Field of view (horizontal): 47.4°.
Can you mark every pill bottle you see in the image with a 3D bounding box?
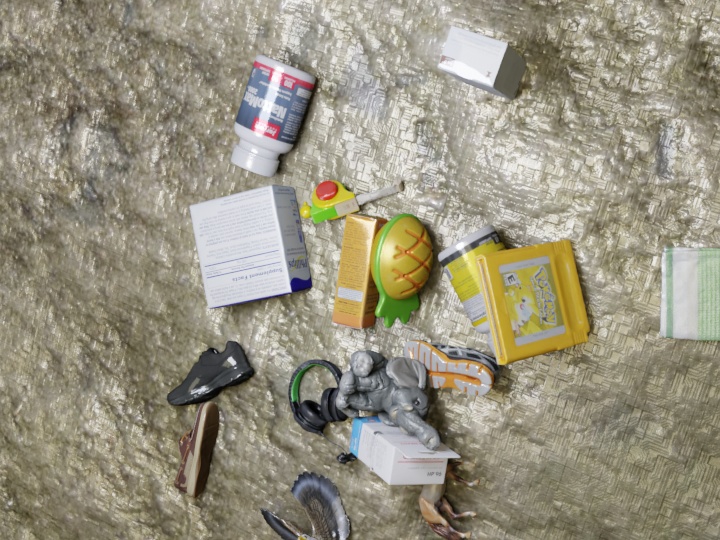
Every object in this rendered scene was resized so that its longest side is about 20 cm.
[{"bbox_3d":[-0.168,-0.285,1.524,0.118,0.119,0.204,24,102,16],"label":"pill bottle"},{"bbox_3d":[0.226,0.036,1.409,0.113,0.114,0.203,-29,85,19],"label":"pill bottle"}]

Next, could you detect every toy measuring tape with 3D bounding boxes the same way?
[{"bbox_3d":[-0.021,-0.144,1.519,0.196,0.074,0.075,-19,88,3],"label":"toy measuring tape"}]

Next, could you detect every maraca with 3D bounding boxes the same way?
[{"bbox_3d":[0.071,0.000,1.457,0.106,0.135,0.205,17,107,46],"label":"maraca"}]

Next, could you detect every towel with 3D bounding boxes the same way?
[{"bbox_3d":[0.590,0.038,1.328,0.195,0.031,0.153,1,97,17],"label":"towel"}]

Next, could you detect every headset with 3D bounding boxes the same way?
[{"bbox_3d":[-0.062,0.269,1.565,0.122,0.093,0.203,-30,69,23],"label":"headset"}]

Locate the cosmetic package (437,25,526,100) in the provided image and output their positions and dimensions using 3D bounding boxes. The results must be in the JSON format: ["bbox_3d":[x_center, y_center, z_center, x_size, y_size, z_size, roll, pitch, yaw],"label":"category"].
[{"bbox_3d":[0.204,-0.337,1.343,0.100,0.200,0.075,23,101,15],"label":"cosmetic package"}]

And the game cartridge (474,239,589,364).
[{"bbox_3d":[0.289,0.048,1.353,0.032,0.196,0.180,-20,82,61],"label":"game cartridge"}]

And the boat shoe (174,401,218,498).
[{"bbox_3d":[-0.340,0.356,1.660,0.071,0.072,0.204,16,105,16],"label":"boat shoe"}]

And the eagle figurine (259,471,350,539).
[{"bbox_3d":[-0.091,0.509,1.568,0.149,0.153,0.202,-16,51,-18],"label":"eagle figurine"}]

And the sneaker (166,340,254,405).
[{"bbox_3d":[-0.306,0.208,1.643,0.197,0.076,0.092,-27,75,12],"label":"sneaker"}]

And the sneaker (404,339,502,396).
[{"bbox_3d":[0.163,0.167,1.466,0.197,0.077,0.080,18,119,36],"label":"sneaker"}]

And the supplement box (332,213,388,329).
[{"bbox_3d":[0.000,0.000,1.511,0.067,0.066,0.205,9,97,23],"label":"supplement box"}]

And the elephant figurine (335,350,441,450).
[{"bbox_3d":[0.065,0.225,1.448,0.196,0.142,0.158,18,67,10],"label":"elephant figurine"}]

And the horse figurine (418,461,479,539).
[{"bbox_3d":[0.151,0.404,1.493,0.130,0.050,0.205,8,103,32],"label":"horse figurine"}]

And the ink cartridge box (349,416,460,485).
[{"bbox_3d":[0.074,0.319,1.428,0.199,0.114,0.070,21,104,62],"label":"ink cartridge box"}]

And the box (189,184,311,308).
[{"bbox_3d":[-0.208,-0.044,1.563,0.180,0.105,0.205,-11,90,20],"label":"box"}]
